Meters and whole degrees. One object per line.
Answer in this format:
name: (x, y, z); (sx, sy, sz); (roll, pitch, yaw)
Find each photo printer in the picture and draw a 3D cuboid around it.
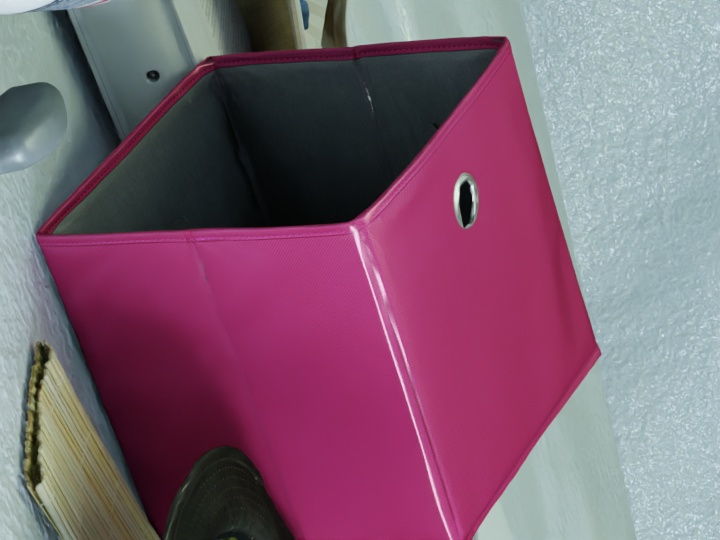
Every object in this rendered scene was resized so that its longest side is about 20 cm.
photo printer: (-0.114, -0.144, 1.674); (0.167, 0.069, 0.200); (-91, 164, -52)

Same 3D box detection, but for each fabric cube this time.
fabric cube: (-0.015, 0.013, 1.535); (0.196, 0.200, 0.200); (-50, 130, -48)

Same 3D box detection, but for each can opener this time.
can opener: (-0.179, -0.038, 1.279); (0.200, 0.066, 0.053); (-77, 153, -55)

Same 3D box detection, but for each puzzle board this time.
puzzle board: (-0.056, -0.149, 1.741); (0.200, 0.017, 0.151); (169, -89, -78)

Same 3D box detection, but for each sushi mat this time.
sushi mat: (-0.126, 0.130, 1.467); (0.200, 0.012, 0.096); (66, 17, -45)

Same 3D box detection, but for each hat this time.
hat: (-0.085, 0.189, 1.416); (0.201, 0.081, 0.201); (-9, 90, -72)

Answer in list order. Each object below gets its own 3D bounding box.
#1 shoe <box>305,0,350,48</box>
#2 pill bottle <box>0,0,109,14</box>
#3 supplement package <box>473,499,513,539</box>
shoe: (-0.032, -0.137, 1.880); (0.070, 0.053, 0.200); (67, 15, -45)
pill bottle: (-0.161, -0.179, 1.365); (0.200, 0.119, 0.120); (-35, 112, -77)
supplement package: (0.055, 0.244, 1.978); (0.156, 0.111, 0.200); (-84, 158, -58)
